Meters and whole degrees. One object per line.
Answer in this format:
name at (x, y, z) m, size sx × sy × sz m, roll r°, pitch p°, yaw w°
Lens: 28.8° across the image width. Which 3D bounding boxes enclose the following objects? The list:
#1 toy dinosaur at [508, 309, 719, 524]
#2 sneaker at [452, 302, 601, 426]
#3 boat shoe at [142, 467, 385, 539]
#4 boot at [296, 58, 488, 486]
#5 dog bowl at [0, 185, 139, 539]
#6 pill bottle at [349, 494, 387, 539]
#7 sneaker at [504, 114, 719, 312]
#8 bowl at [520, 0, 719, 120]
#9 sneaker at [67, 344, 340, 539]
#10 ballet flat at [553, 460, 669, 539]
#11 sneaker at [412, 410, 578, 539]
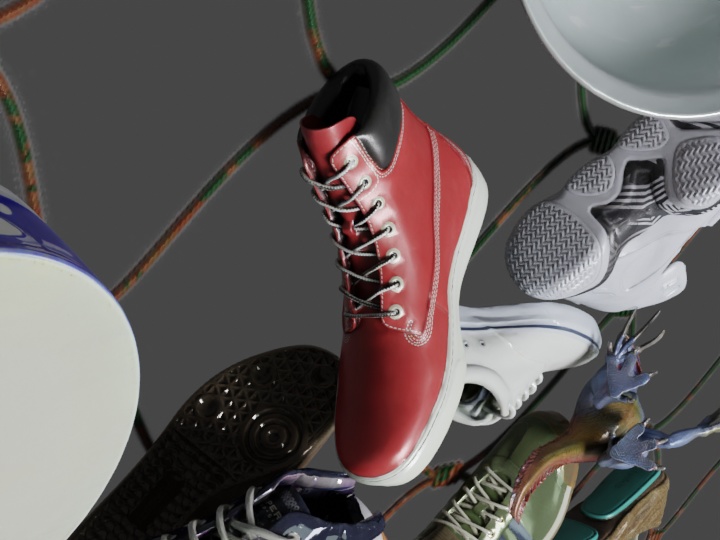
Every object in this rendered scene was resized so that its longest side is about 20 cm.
toy dinosaur at (0.170, 0.091, 0.986) m, size 0.199 × 0.105 × 0.182 m, roll -20°, pitch 174°, yaw -4°
sneaker at (0.079, 0.063, 0.883) m, size 0.199 × 0.071 × 0.073 m, roll 1°, pitch 158°, yaw -39°
boat shoe at (-0.074, 0.140, 0.690) m, size 0.200 × 0.075 × 0.093 m, roll 3°, pitch 129°, yaw -52°
boot at (0.000, 0.000, 0.720) m, size 0.144 × 0.072 × 0.201 m, roll 40°, pitch 54°, yaw -51°
dog bowl at (-0.197, 0.059, 0.599) m, size 0.200 × 0.079 × 0.201 m, roll -27°, pitch 135°, yaw -30°
pill bottle at (-0.014, 0.227, 0.895) m, size 0.112 × 0.112 × 0.200 m, roll -42°, pitch 141°, yaw -14°
sneaker at (0.195, -0.042, 0.908) m, size 0.200 × 0.075 × 0.115 m, roll -36°, pitch 152°, yaw 18°
bowl at (0.161, -0.184, 0.741) m, size 0.200 × 0.090 × 0.202 m, roll -3°, pitch 103°, yaw -12°
sneaker at (-0.086, 0.120, 0.790) m, size 0.200 × 0.070 × 0.076 m, roll -39°, pitch 160°, yaw -13°
ballet flat at (0.180, 0.223, 1.129) m, size 0.200 × 0.068 × 0.073 m, roll -25°, pitch 113°, yaw -38°
sneaker at (0.083, 0.193, 1.005) m, size 0.090 × 0.067 × 0.201 m, roll 1°, pitch 120°, yaw -51°
